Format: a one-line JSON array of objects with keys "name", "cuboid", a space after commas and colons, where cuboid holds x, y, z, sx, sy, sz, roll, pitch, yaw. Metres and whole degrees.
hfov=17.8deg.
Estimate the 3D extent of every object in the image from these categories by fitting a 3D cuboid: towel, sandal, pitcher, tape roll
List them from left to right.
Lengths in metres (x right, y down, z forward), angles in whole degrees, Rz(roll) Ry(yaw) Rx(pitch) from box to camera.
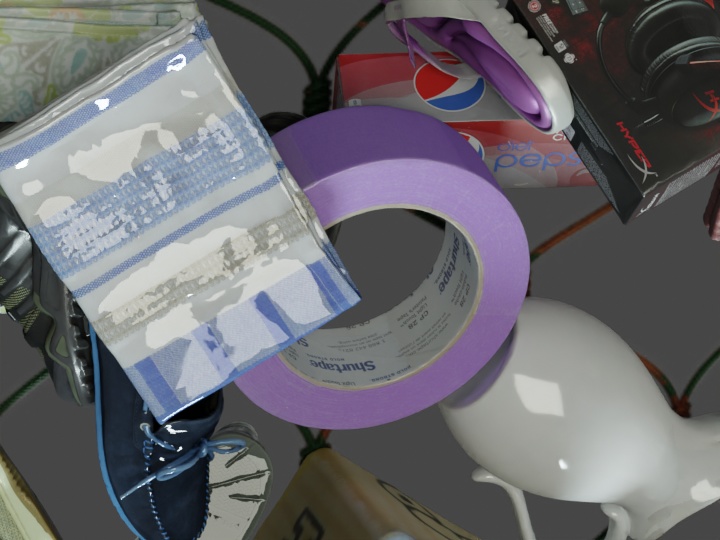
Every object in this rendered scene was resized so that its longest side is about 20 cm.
[{"name": "towel", "cuboid": [-0.179, -0.072, 1.429, 0.171, 0.048, 0.200, 0, 101, -11]}, {"name": "towel", "cuboid": [-0.105, -0.027, 1.305, 0.147, 0.024, 0.200, -30, 108, 1]}, {"name": "tape roll", "cuboid": [0.000, 0.000, 1.410, 0.200, 0.066, 0.200, -11, 128, -14]}, {"name": "sandal", "cuboid": [0.051, -0.144, 1.393, 0.050, 0.203, 0.083, -35, 138, -16]}, {"name": "pitcher", "cuboid": [0.132, 0.118, 1.515, 0.200, 0.121, 0.172, 32, 108, -28]}]

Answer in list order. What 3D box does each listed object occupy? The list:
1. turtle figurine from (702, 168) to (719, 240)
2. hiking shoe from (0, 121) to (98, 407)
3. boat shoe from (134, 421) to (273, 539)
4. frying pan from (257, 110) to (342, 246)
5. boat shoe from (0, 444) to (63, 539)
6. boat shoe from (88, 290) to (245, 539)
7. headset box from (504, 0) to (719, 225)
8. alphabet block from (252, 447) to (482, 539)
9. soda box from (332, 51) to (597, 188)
[{"name": "turtle figurine", "cuboid": [0.320, -0.093, 1.500, 0.144, 0.200, 0.194, -23, 104, -44]}, {"name": "hiking shoe", "cuboid": [-0.199, -0.008, 1.384, 0.076, 0.101, 0.200, -48, 136, -43]}, {"name": "boat shoe", "cuboid": [-0.117, 0.192, 1.490, 0.074, 0.065, 0.202, 24, 96, -6]}, {"name": "frying pan", "cuboid": [-0.080, -0.050, 1.425, 0.190, 0.031, 0.115, 15, 83, -46]}, {"name": "boat shoe", "cuboid": [-0.252, 0.128, 1.437, 0.066, 0.072, 0.201, -35, 111, -10]}, {"name": "boat shoe", "cuboid": [-0.118, 0.086, 1.378, 0.084, 0.069, 0.200, -45, 134, -44]}, {"name": "headset box", "cuboid": [0.207, -0.145, 1.392, 0.200, 0.075, 0.149, -30, 81, -9]}, {"name": "alphabet block", "cuboid": [0.018, 0.258, 1.463, 0.195, 0.200, 0.197, 34, 91, -17]}, {"name": "soda box", "cuboid": [0.083, -0.096, 1.454, 0.200, 0.063, 0.070, -2, 141, -7]}]
